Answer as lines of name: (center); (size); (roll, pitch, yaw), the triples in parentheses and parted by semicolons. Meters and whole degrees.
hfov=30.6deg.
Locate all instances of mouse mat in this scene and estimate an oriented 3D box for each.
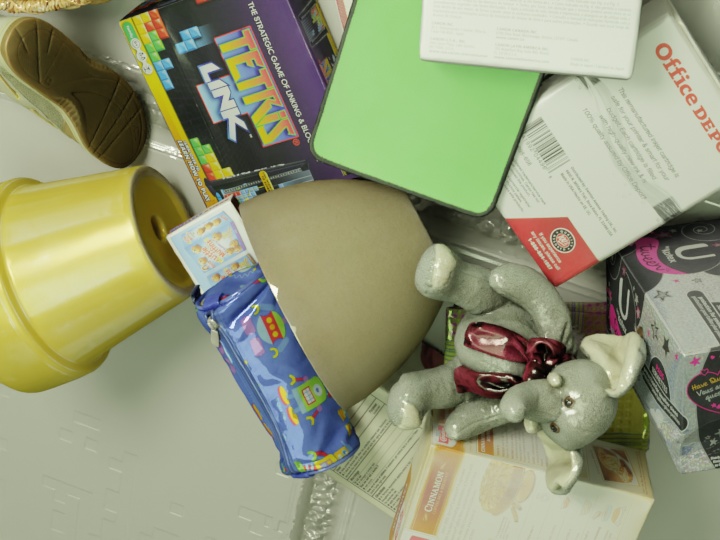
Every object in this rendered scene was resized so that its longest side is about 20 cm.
mouse mat: (0.059, -0.153, 1.021); (0.160, 0.008, 0.201); (20, 113, 2)

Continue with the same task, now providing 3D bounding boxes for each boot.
boot: (-0.299, -0.176, 1.214); (0.154, 0.072, 0.200); (21, 165, 36)

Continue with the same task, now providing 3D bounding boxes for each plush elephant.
plush elephant: (0.138, 0.088, 1.058); (0.198, 0.155, 0.166); (6, 113, -29)

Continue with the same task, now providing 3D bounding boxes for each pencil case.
pencil case: (-0.075, 0.091, 1.173); (0.078, 0.087, 0.201); (-15, 106, 46)

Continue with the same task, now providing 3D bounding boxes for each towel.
towel: (0.078, -0.221, 1.008); (0.198, 0.023, 0.145); (-10, 108, 13)
towel: (0.172, 0.098, 1.186); (0.198, 0.023, 0.145); (1, 99, -5)

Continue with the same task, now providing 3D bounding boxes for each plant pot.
plant pot: (0.000, 0.000, 1.139); (0.134, 0.200, 0.201); (-28, 110, 2)
plant pot: (-0.261, -0.008, 1.240); (0.188, 0.201, 0.202); (-21, 111, 17)

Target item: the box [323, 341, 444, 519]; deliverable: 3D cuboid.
box: (0.065, 0.167, 1.273); (0.199, 0.109, 0.128); (34, 123, -2)

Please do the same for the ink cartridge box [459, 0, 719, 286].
ink cartridge box: (0.202, -0.105, 1.065); (0.199, 0.084, 0.145); (-32, 106, 21)

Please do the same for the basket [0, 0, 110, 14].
basket: (-0.246, -0.290, 1.070); (0.199, 0.149, 0.144); (-18, 93, 26)

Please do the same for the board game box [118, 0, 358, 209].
board game box: (-0.098, -0.162, 1.170); (0.164, 0.057, 0.201); (-13, 114, 27)

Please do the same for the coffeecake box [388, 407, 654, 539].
coffeecake box: (0.137, 0.217, 1.166); (0.198, 0.073, 0.155); (14, 119, -4)

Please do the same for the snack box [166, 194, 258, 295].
snack box: (-0.097, 0.033, 1.219); (0.072, 0.024, 0.201); (-27, 104, 12)

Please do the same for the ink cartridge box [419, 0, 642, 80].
ink cartridge box: (0.129, -0.247, 0.956); (0.161, 0.050, 0.202); (7, 102, 7)

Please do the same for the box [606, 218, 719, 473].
box: (0.284, 0.052, 1.058); (0.131, 0.200, 0.116); (-7, 118, -4)
